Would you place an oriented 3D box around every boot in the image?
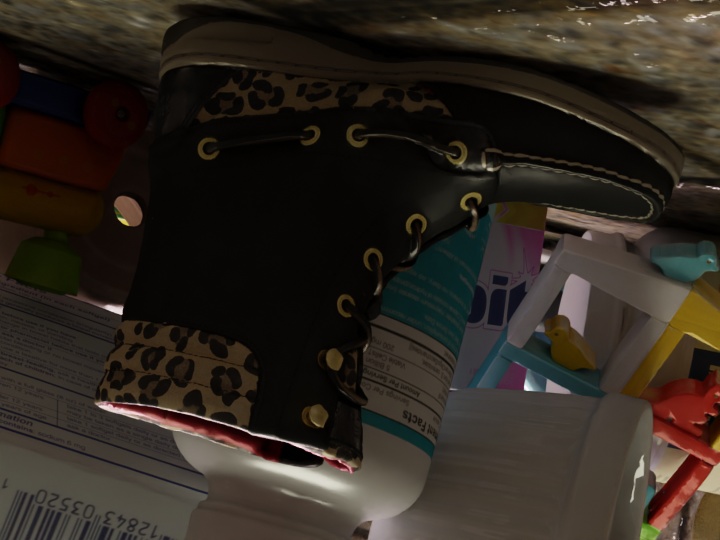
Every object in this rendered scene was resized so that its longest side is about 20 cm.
[{"bbox_3d":[0.007,-0.002,0.511,0.199,0.152,0.073,13,164,2],"label":"boot"}]

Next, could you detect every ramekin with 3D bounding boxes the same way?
[{"bbox_3d":[0.069,0.150,0.670,0.104,0.202,0.200,10,176,17],"label":"ramekin"}]

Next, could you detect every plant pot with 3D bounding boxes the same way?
[{"bbox_3d":[-0.174,-0.015,0.861,0.199,0.202,0.174,14,156,-30],"label":"plant pot"}]

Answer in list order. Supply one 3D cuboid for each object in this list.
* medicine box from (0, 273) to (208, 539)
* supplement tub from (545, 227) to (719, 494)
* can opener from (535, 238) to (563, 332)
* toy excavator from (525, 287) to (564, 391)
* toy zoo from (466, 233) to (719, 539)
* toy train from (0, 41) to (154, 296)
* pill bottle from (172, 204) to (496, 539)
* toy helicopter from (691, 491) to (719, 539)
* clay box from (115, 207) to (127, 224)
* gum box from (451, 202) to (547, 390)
[{"bbox_3d":[-0.140,0.096,0.699,0.181,0.103,0.200,21,-166,-18],"label":"medicine box"},{"bbox_3d":[0.215,0.056,0.807,0.198,0.146,0.145,11,176,1],"label":"supplement tub"},{"bbox_3d":[0.068,-0.006,0.914,0.199,0.067,0.053,13,175,-21],"label":"can opener"},{"bbox_3d":[0.102,0.033,1.007,0.199,0.196,0.100,-21,-164,-35],"label":"toy excavator"},{"bbox_3d":[0.129,0.066,0.731,0.131,0.201,0.020,27,-149,-4],"label":"toy zoo"},{"bbox_3d":[-0.147,-0.038,0.723,0.199,0.117,0.084,15,175,-37],"label":"toy train"},{"bbox_3d":[-0.013,0.029,0.597,0.110,0.201,0.111,15,165,4],"label":"pill bottle"},{"bbox_3d":[0.255,0.102,0.935,0.078,0.201,0.132,8,158,31],"label":"toy helicopter"},{"bbox_3d":[-0.173,-0.054,1.065,0.199,0.048,0.115,13,176,-25],"label":"clay box"},{"bbox_3d":[0.000,0.000,0.756,0.199,0.114,0.066,8,178,-33],"label":"gum box"}]
